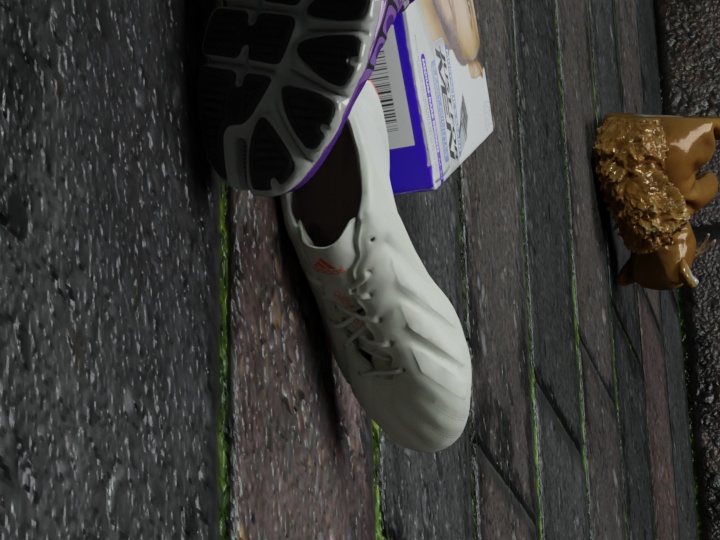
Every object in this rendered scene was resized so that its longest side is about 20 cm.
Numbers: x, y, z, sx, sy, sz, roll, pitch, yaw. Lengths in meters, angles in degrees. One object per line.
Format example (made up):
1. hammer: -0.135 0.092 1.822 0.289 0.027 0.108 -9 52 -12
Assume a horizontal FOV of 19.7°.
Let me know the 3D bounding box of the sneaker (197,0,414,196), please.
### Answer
1. sneaker: 0.000 -0.119 0.884 0.083 0.080 0.201 37 73 -54

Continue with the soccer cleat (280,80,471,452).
1. soccer cleat: 0.000 0.000 0.993 0.078 0.069 0.201 -45 119 -67

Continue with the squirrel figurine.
1. squirrel figurine: 0.307 -0.070 2.199 0.200 0.141 0.188 -11 104 -62

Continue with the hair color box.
1. hair color box: 0.022 -0.109 1.133 0.200 0.064 0.110 -50 131 -74
